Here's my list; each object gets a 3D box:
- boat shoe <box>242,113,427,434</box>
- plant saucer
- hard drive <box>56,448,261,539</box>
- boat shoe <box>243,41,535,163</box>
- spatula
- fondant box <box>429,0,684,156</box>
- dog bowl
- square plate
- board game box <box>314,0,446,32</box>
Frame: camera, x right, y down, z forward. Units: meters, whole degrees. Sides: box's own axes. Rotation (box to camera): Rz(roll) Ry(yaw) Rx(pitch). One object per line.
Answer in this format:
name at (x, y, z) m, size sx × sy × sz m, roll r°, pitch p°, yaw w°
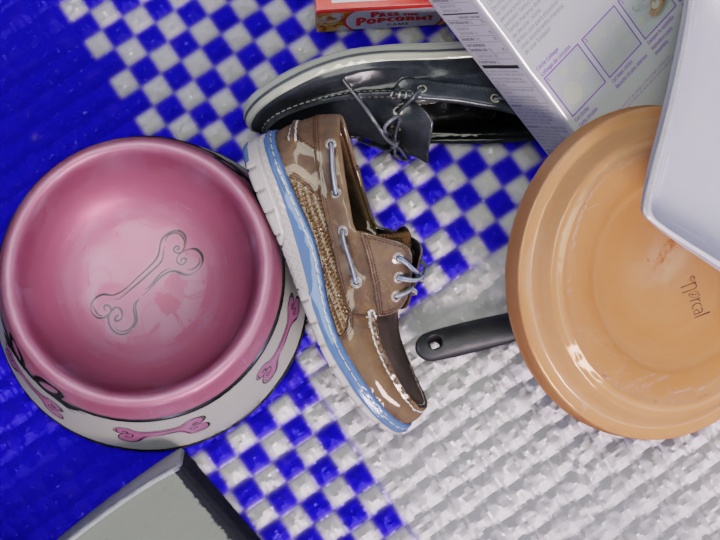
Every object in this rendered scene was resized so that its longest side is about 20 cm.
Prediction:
boat shoe at (0.000, 0.000, 1.227) m, size 0.072 × 0.072 × 0.201 m, roll -25°, pitch 93°, yaw 14°
plant saucer at (0.180, 0.002, 1.214) m, size 0.199 × 0.032 × 0.201 m, roll -2°, pitch 95°, yaw -25°
hard drive at (-0.146, 0.214, 1.219) m, size 0.200 × 0.042 × 0.135 m, roll -41°, pitch 80°, yaw -7°
boat shoe at (0.027, -0.101, 1.269) m, size 0.199 × 0.075 × 0.063 m, roll -6°, pitch 71°, yaw -5°
spatula at (0.130, 0.024, 1.264) m, size 0.199 × 0.021 × 0.057 m, roll -17°, pitch 65°, yaw 0°
fondant box at (0.132, -0.169, 1.225) m, size 0.144 × 0.058 × 0.200 m, roll -46°, pitch 114°, yaw -15°
dog bowl at (-0.133, 0.007, 1.249) m, size 0.199 × 0.074 × 0.201 m, roll 0°, pitch 77°, yaw 2°
square plate at (0.245, -0.066, 1.213) m, size 0.200 × 0.028 × 0.199 m, roll 33°, pitch 57°, yaw -29°
board game box at (0.066, -0.236, 1.310) m, size 0.199 × 0.046 × 0.152 m, roll -4°, pitch 78°, yaw 0°
